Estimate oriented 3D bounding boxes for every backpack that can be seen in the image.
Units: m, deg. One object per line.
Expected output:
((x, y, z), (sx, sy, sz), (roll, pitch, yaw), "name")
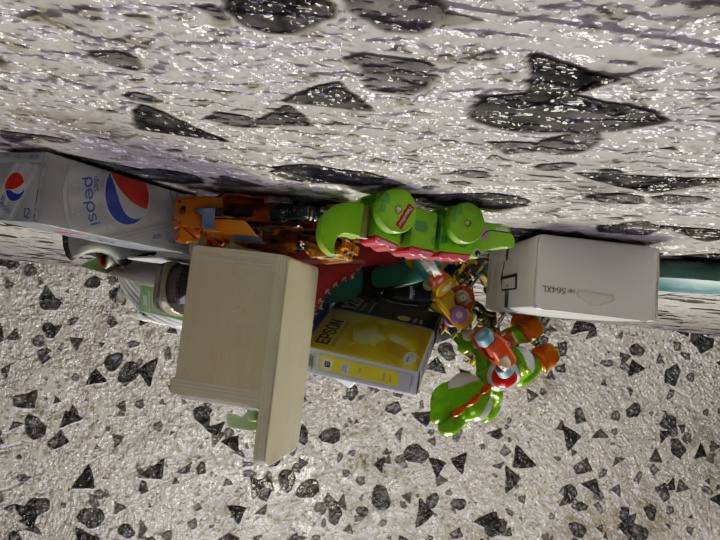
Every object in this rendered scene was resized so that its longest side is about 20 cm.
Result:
((0.084, 0.043, 1.137), (0.196, 0.167, 0.153), (-5, -174, -18), "backpack")

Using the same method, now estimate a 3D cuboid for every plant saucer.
((0.431, 0.009, 0.976), (0.196, 0.028, 0.200), (5, 176, 0), "plant saucer")

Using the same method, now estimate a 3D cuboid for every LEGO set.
((0.198, 0.074, 1.074), (0.115, 0.154, 0.201), (34, 166, 38), "LEGO set")

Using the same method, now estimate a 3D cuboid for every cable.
((-0.326, 0.021, 1.289), (0.198, 0.070, 0.201), (22, -155, -34), "cable")

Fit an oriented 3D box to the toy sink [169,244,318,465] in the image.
((-0.121, 0.085, 0.770), (0.110, 0.204, 0.130), (6, 177, 11), "toy sink")

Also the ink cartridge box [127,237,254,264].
((-0.182, -0.035, 0.945), (0.198, 0.068, 0.115), (9, 175, -40), "ink cartridge box")

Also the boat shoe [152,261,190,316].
((-0.168, 0.035, 0.897), (0.072, 0.076, 0.199), (3, 176, 22), "boat shoe")

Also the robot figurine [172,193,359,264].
((-0.085, -0.043, 0.771), (0.196, 0.059, 0.145), (6, 177, 11), "robot figurine")

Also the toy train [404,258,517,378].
((0.131, 0.034, 0.923), (0.201, 0.055, 0.150), (54, 173, -21), "toy train")

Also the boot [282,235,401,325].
((-0.036, 0.016, 0.905), (0.197, 0.147, 0.072), (7, 174, -33), "boot")

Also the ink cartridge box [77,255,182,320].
((-0.271, 0.012, 1.038), (0.196, 0.049, 0.146), (10, -160, 15), "ink cartridge box")

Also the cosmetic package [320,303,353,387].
((-0.072, 0.064, 1.127), (0.199, 0.152, 0.052), (36, 120, -22), "cosmetic package")

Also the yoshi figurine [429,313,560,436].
((0.165, 0.146, 0.995), (0.112, 0.199, 0.113), (42, 158, 36), "yoshi figurine")

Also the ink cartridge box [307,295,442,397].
((-0.005, 0.083, 0.945), (0.196, 0.048, 0.198), (13, -160, 10), "ink cartridge box")

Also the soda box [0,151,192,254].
((-0.253, -0.062, 0.727), (0.067, 0.065, 0.199), (5, 175, 29), "soda box")

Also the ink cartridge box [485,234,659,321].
((0.246, 0.014, 0.889), (0.143, 0.086, 0.200), (6, 176, -6), "ink cartridge box")

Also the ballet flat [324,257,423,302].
((0.000, 0.000, 1.004), (0.196, 0.069, 0.069), (-6, -150, -21), "ballet flat")

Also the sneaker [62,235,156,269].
((-0.315, -0.039, 1.007), (0.073, 0.081, 0.198), (0, 174, 44), "sneaker")

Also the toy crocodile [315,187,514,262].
((0.053, -0.035, 0.683), (0.197, 0.063, 0.067), (8, 175, -26), "toy crocodile")
